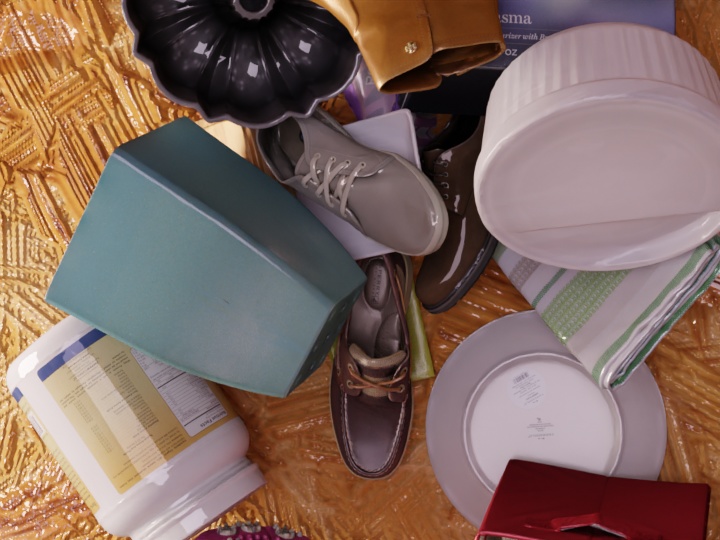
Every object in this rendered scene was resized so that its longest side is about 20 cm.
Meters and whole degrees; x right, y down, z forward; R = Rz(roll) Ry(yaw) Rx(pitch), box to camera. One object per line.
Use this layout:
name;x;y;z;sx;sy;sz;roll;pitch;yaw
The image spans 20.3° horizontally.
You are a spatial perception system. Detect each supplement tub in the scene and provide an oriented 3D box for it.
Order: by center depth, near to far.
supplement tub;-0.182;0.128;1.650;0.144;0.144;0.200;-36;85;10

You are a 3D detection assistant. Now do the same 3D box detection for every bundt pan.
bundt pan;-0.086;-0.214;1.552;0.202;0.076;0.202;-2;102;-8

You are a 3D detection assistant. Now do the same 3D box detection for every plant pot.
plant pot;-0.108;0.001;1.561;0.200;0.141;0.141;32;112;7

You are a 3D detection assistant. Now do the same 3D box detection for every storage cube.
storage cube;0.176;0.265;1.557;0.171;0.180;0.200;6;105;11

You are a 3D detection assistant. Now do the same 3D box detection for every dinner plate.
dinner plate;0.151;0.132;1.650;0.200;0.024;0.200;0;91;10

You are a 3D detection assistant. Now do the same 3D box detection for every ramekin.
ramekin;0.180;-0.094;1.466;0.202;0.202;0.094;-9;52;11

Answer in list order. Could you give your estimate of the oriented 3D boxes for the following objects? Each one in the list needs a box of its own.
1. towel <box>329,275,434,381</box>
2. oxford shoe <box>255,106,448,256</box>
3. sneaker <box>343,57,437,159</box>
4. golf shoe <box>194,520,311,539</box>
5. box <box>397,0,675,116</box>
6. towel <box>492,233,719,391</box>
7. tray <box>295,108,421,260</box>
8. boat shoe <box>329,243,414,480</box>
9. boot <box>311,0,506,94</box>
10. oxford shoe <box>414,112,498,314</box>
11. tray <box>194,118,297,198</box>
towel;0.000;0.000;1.677;0.086;0.018;0.200;-13;90;12
oxford shoe;-0.011;-0.070;1.560;0.200;0.058;0.075;38;120;33
sneaker;0.015;-0.148;1.643;0.088;0.080;0.200;1;86;16
golf shoe;-0.044;0.264;1.651;0.200;0.075;0.092;12;107;-6
box;0.134;-0.229;1.549;0.200;0.123;0.199;2;76;-4
towel;0.183;-0.021;1.578;0.149;0.031;0.200;-50;51;14
tray;-0.015;-0.061;1.620;0.200;0.022;0.108;-11;89;45
boat shoe;0.009;0.074;1.635;0.072;0.072;0.200;6;92;6
boot;-0.001;-0.190;1.447;0.201;0.071;0.144;-12;63;10
oxford shoe;0.075;-0.065;1.620;0.084;0.073;0.200;18;89;-30
tray;-0.092;-0.031;1.658;0.099;0.037;0.200;-15;90;48
